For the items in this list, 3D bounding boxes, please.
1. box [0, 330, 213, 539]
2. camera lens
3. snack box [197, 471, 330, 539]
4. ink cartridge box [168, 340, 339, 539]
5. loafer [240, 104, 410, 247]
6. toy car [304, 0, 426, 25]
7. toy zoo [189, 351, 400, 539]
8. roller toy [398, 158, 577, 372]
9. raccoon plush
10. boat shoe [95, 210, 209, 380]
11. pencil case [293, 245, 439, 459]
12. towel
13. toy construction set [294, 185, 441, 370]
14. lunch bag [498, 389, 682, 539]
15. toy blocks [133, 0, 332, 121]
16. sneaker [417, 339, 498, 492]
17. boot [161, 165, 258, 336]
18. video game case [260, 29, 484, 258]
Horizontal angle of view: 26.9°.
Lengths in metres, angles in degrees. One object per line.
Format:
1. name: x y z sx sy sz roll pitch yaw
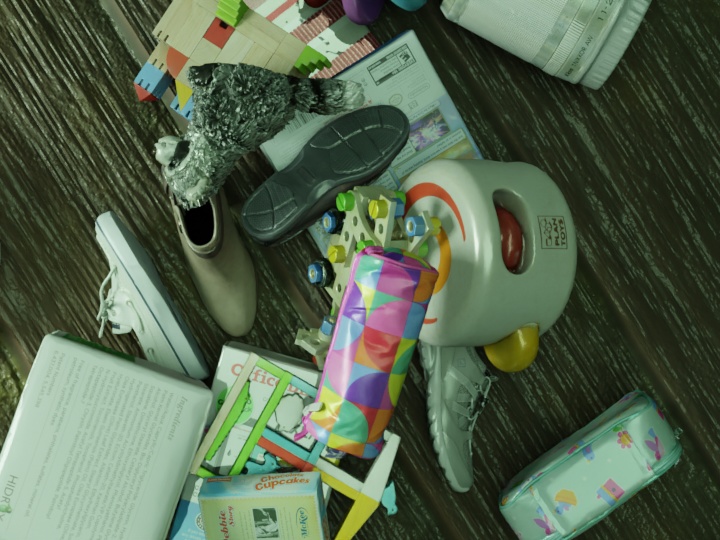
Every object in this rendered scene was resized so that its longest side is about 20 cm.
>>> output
1. box: -0.254 0.177 1.448 0.169 0.199 0.202 21 85 -8
2. camera lens: 0.190 -0.297 1.546 0.198 0.160 0.161 27 88 -2
3. snack box: -0.083 0.288 1.439 0.114 0.037 0.203 -3 115 7
4. ink cartridge box: -0.097 0.188 1.535 0.145 0.146 0.203 15 88 -2
5. loafer: -0.034 -0.095 1.533 0.199 0.063 0.072 -36 69 -5
6. toy car: -0.002 -0.329 1.534 0.198 0.175 0.152 19 114 18
7. toy zoo: -0.051 0.184 1.453 0.198 0.020 0.132 31 87 -3
8. roller toy: 0.124 -0.016 1.499 0.138 0.200 0.184 -1 123 -32
9. raccoon plush: -0.097 -0.121 1.427 0.197 0.097 0.136 2 85 4
10. boat shoe: -0.242 0.043 1.575 0.085 0.075 0.204 -29 100 1
11. pencil case: 0.007 0.077 1.393 0.087 0.088 0.202 19 97 -2
12. towel: -0.062 -0.235 1.606 0.143 0.023 0.201 -37 92 -4
13. toy construction set: 0.000 0.000 1.492 0.091 0.131 0.202 10 118 -38
14. lunch bag: 0.237 0.205 1.544 0.199 0.160 0.078 -35 85 4
15. toy blocks: -0.143 -0.201 1.526 0.199 0.100 0.138 33 89 16
16. sneaker: 0.107 0.131 1.578 0.081 0.075 0.203 -6 89 0
17. boot: -0.154 -0.028 1.536 0.069 0.146 0.202 -20 90 -2
18. video game case: 0.013 -0.122 1.580 0.199 0.045 0.183 -31 101 -2
